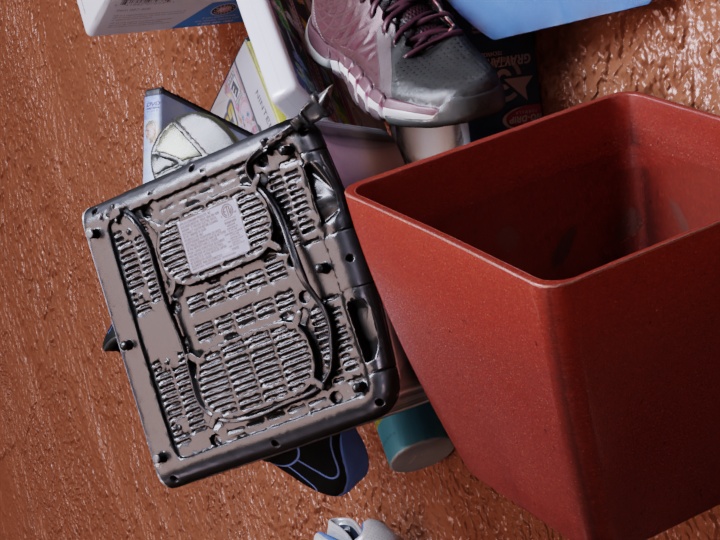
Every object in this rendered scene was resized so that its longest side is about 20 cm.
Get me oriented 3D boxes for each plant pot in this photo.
[{"bbox_3d":[0.133,0.031,0.960,0.199,0.199,0.178,28,132,56],"label":"plant pot"}]

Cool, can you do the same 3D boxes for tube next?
[{"bbox_3d":[0.014,0.051,1.334,0.078,0.050,0.201,-51,49,43],"label":"tube"}]

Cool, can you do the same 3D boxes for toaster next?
[{"bbox_3d":[-0.046,0.012,1.069,0.199,0.118,0.182,-22,83,27],"label":"toaster"}]

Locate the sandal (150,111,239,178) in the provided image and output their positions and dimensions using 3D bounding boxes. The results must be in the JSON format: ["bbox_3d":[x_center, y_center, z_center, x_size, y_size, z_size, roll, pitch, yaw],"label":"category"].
[{"bbox_3d":[-0.069,-0.015,1.186,0.202,0.079,0.057,63,-174,15],"label":"sandal"}]

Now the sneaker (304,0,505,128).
[{"bbox_3d":[0.016,-0.164,1.078,0.200,0.075,0.116,36,138,52],"label":"sneaker"}]

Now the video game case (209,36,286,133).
[{"bbox_3d":[-0.086,-0.064,1.498,0.182,0.025,0.200,68,150,22],"label":"video game case"}]

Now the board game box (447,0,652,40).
[{"bbox_3d":[0.111,-0.224,1.040,0.199,0.039,0.159,-7,104,46],"label":"board game box"}]

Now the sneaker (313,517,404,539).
[{"bbox_3d":[-0.003,0.272,1.411,0.200,0.080,0.148,127,135,-58],"label":"sneaker"}]

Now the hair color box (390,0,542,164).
[{"bbox_3d":[0.060,-0.153,1.158,0.100,0.060,0.202,3,102,62],"label":"hair color box"}]

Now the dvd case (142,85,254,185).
[{"bbox_3d":[-0.113,-0.017,1.300,0.017,0.142,0.202,-7,76,27],"label":"dvd case"}]

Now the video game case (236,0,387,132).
[{"bbox_3d":[-0.033,-0.142,1.221,0.182,0.023,0.201,44,-159,-50],"label":"video game case"}]

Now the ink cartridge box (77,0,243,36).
[{"bbox_3d":[-0.129,-0.270,1.382,0.200,0.144,0.085,-44,60,57],"label":"ink cartridge box"}]

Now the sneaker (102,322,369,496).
[{"bbox_3d":[-0.085,0.089,1.189,0.200,0.078,0.070,43,135,-2],"label":"sneaker"}]
